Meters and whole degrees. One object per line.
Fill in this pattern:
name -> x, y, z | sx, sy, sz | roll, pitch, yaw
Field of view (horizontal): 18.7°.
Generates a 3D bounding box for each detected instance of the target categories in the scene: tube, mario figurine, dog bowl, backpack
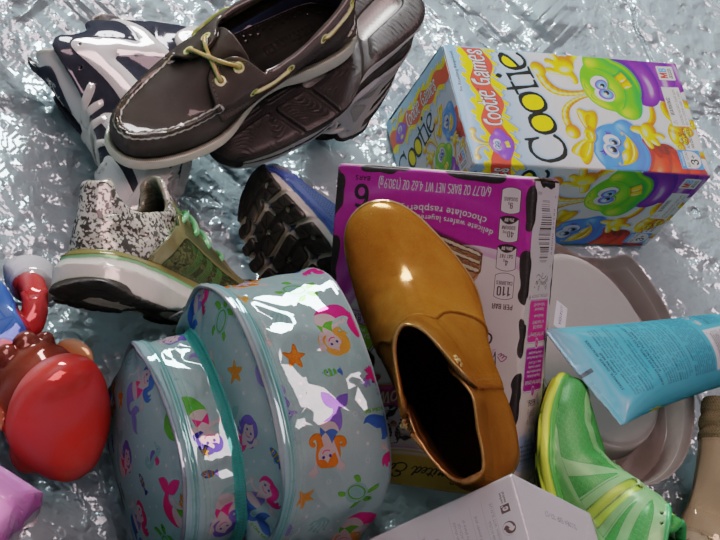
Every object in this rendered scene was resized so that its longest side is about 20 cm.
tube -> 0.195, 0.061, 1.453 | 0.077, 0.051, 0.199 | 47, 26, 22
mario figurine -> -0.232, 0.055, 1.350 | 0.200, 0.123, 0.106 | 47, 9, 17
dog bowl -> 0.144, 0.062, 1.502 | 0.199, 0.058, 0.202 | 27, 48, -35
backpack -> -0.066, 0.098, 1.311 | 0.149, 0.200, 0.179 | -5, 62, -29

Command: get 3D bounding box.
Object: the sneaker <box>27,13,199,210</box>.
sneaker -> -0.175, -0.094, 1.468 | 0.129, 0.080, 0.200 | 20, 66, 4

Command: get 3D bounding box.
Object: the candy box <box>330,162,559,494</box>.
candy box -> 0.048, 0.036, 1.396 | 0.061, 0.135, 0.202 | -3, 98, -68

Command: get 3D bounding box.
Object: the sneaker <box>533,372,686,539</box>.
sneaker -> 0.156, 0.157, 1.350 | 0.083, 0.074, 0.201 | -13, 63, -1

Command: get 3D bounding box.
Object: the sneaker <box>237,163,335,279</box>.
sneaker -> 0.000, 0.000, 1.501 | 0.200, 0.078, 0.089 | 44, 42, -6

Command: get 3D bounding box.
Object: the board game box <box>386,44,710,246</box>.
board game box -> 0.136, -0.088, 1.602 | 0.198, 0.105, 0.104 | 1, 59, -26

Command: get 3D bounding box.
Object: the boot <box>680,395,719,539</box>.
boot -> 0.312, 0.181, 1.520 | 0.198, 0.073, 0.157 | 19, 66, -8

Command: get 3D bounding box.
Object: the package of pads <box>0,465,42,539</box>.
package of pads -> -0.292, 0.131, 1.243 | 0.199, 0.076, 0.121 | 32, 61, -4

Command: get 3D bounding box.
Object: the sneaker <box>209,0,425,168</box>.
sneaker -> -0.033, -0.108, 1.523 | 0.076, 0.116, 0.200 | 39, 58, 18

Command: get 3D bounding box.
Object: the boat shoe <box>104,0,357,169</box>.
boat shoe -> -0.084, -0.137, 1.428 | 0.201, 0.061, 0.072 | -35, 67, -26

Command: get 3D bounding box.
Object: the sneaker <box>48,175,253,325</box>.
sneaker -> -0.117, -0.014, 1.387 | 0.200, 0.076, 0.090 | 16, 76, -60

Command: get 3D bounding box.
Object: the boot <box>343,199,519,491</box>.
boot -> 0.037, 0.036, 1.283 | 0.070, 0.144, 0.202 | -28, 76, 6

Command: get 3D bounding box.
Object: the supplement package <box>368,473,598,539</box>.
supplement package -> 0.041, 0.217, 1.273 | 0.114, 0.199, 0.110 | 30, 39, -54
